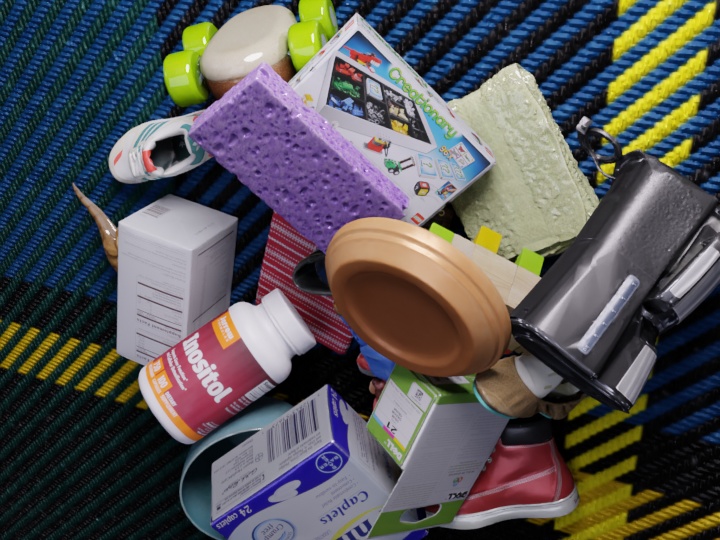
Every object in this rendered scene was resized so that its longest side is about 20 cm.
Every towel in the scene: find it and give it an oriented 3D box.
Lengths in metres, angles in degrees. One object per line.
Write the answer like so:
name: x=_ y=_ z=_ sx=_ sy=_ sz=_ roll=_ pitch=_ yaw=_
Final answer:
towel: x=-0.055 y=0.007 z=0.996 sx=0.144 sy=0.022 sz=0.200 roll=29 pitch=135 yaw=10
towel: x=0.156 y=-0.100 z=0.853 sx=0.148 sy=0.036 sz=0.200 roll=-24 pitch=102 yaw=34

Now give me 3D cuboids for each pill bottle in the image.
pill bottle: x=-0.159 y=0.112 z=0.991 sx=0.200 sy=0.113 sz=0.113 roll=-35 pitch=95 yaw=-1

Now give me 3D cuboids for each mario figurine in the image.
mario figurine: x=0.042 y=0.095 z=0.968 sx=0.106 sy=0.124 sz=0.201 roll=-23 pitch=122 yaw=-2

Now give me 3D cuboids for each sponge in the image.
sponge: x=-0.058 y=-0.100 z=0.791 sx=0.111 sy=0.030 sz=0.200 roll=-29 pitch=122 yaw=38

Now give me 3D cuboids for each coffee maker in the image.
coffee maker: x=0.227 y=0.001 z=0.763 sx=0.192 sy=0.135 sz=0.200 roll=38 pitch=84 yaw=24

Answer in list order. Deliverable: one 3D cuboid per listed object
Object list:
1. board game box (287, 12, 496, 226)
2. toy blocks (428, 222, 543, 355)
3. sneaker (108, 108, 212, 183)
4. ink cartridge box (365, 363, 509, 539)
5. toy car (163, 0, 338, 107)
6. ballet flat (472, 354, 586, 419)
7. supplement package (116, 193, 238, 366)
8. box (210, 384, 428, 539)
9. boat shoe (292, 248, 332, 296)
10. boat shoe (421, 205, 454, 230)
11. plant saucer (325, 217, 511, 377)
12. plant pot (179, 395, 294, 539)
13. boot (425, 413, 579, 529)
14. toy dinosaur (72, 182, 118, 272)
board game box: x=0.022 y=-0.136 z=0.801 sx=0.126 sy=0.035 sz=0.200 roll=-39 pitch=116 yaw=23
toy blocks: x=0.134 y=0.043 z=0.884 sx=0.199 sy=0.100 sz=0.137 roll=27 pitch=149 yaw=-6
sneaker: x=-0.256 y=-0.147 z=1.003 sx=0.199 sy=0.093 sz=0.071 roll=-10 pitch=108 yaw=30
ink cartridge box: x=0.076 y=0.198 z=0.922 sx=0.076 sy=0.147 sz=0.201 roll=43 pitch=117 yaw=42
toy car: x=-0.092 y=-0.174 z=0.886 sx=0.164 sy=0.158 sz=0.201 roll=-10 pitch=125 yaw=12
ballet flat: x=0.192 y=0.120 z=0.858 sx=0.072 sy=0.200 sz=0.068 roll=-37 pitch=57 yaw=23
supplement package: x=-0.242 y=0.022 z=1.061 sx=0.109 sy=0.114 sz=0.201 roll=20 pitch=120 yaw=16
box: x=-0.048 y=0.273 z=0.974 sx=0.184 sy=0.105 sz=0.200 roll=-36 pitch=119 yaw=12
boat shoe: x=0.000 y=0.000 z=0.866 sx=0.200 sy=0.057 sz=0.069 roll=-7 pitch=109 yaw=53
boat shoe: x=0.006 y=-0.079 z=0.905 sx=0.199 sy=0.070 sz=0.071 roll=20 pitch=108 yaw=-8
plant saucer: x=0.046 y=0.036 z=0.780 sx=0.200 sy=0.037 sz=0.201 roll=24 pitch=145 yaw=18
plant pot: x=-0.136 y=0.246 z=1.083 sx=0.199 sy=0.135 sz=0.201 roll=-4 pitch=120 yaw=-7
boot: x=0.150 y=0.234 z=0.993 sx=0.199 sy=0.072 sz=0.145 roll=-17 pitch=102 yaw=25
toy dinosaur: x=-0.335 y=-0.038 z=1.114 sx=0.106 sy=0.060 sz=0.201 roll=-17 pitch=104 yaw=33
